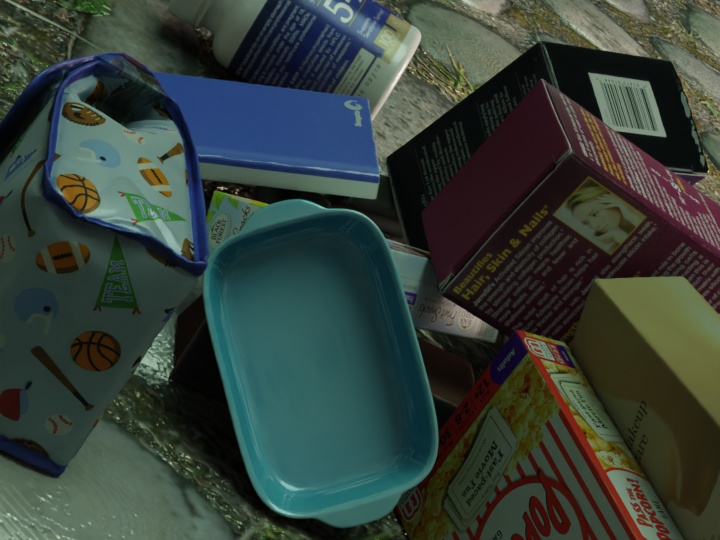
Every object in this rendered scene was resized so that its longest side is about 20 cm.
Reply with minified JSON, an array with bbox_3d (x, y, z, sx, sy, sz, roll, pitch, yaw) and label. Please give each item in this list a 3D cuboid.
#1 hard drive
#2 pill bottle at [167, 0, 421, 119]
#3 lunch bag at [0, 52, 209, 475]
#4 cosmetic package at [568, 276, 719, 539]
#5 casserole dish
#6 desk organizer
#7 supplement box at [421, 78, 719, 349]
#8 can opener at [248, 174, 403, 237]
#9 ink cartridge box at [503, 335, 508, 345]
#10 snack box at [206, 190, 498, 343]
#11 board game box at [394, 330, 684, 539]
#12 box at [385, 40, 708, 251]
[{"bbox_3d":[-0.089,-0.106,1.380,0.199,0.025,0.132,6,31,-8],"label":"hard drive"},{"bbox_3d":[-0.060,-0.209,1.572,0.200,0.120,0.120,32,25,-6],"label":"pill bottle"},{"bbox_3d":[-0.175,-0.018,1.037,0.124,0.170,0.200,30,26,-21],"label":"lunch bag"},{"bbox_3d":[0.197,0.097,1.074,0.071,0.105,0.200,0,30,-24],"label":"cosmetic package"},{"bbox_3d":[-0.026,0.056,1.105,0.039,0.121,0.201,176,-101,-83],"label":"casserole dish"},{"bbox_3d":[-0.021,0.065,1.193,0.200,0.072,0.077,26,24,-18],"label":"desk organizer"},{"bbox_3d":[0.159,-0.008,1.199,0.200,0.131,0.103,33,24,-24],"label":"supplement box"},{"bbox_3d":[-0.010,-0.051,1.450,0.200,0.053,0.067,11,68,-38],"label":"can opener"},{"bbox_3d":[0.210,0.093,1.443,0.200,0.048,0.146,28,25,-8],"label":"ink cartridge box"},{"bbox_3d":[0.000,0.000,1.248,0.142,0.053,0.200,17,1,28],"label":"snack box"},{"bbox_3d":[0.106,0.158,1.087,0.046,0.152,0.200,16,30,-34],"label":"board game box"},{"bbox_3d":[0.141,-0.081,1.414,0.148,0.200,0.105,2,64,-37],"label":"box"}]
